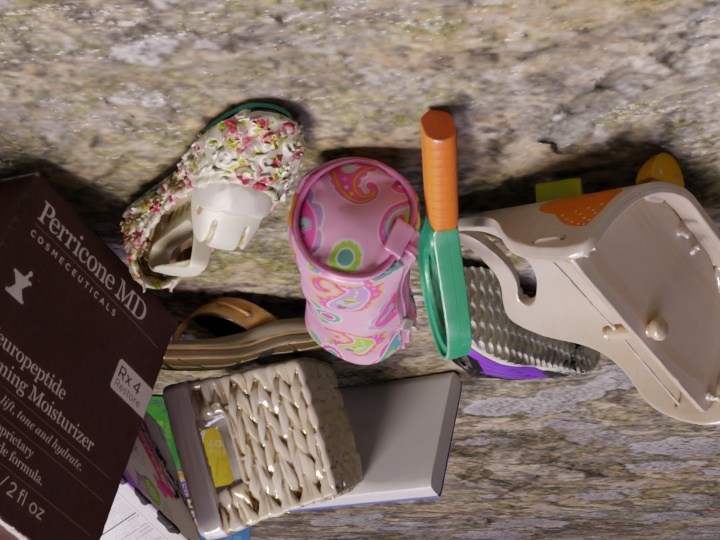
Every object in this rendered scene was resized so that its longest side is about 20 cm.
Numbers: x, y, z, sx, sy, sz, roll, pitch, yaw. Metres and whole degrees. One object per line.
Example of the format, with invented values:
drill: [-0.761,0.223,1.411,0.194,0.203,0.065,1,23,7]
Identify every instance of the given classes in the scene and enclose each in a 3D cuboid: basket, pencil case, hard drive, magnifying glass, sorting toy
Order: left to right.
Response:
basket: [-0.079,0.150,1.142,0.123,0.136,0.200,-17,173,5]
hard drive: [-0.003,0.171,1.268,0.200,0.132,0.025,-11,135,30]
pencil case: [0.000,0.000,0.847,0.087,0.088,0.200,0,159,2]
magnifying glass: [0.049,-0.018,0.793,0.022,0.080,0.200,-11,141,-6]
sorting toy: [0.139,0.002,0.848,0.180,0.107,0.200,1,147,45]

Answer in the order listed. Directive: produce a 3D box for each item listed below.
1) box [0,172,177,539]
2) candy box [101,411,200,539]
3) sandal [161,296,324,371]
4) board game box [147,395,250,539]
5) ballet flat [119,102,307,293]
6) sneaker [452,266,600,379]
box: [-0.250,0.074,0.819,0.164,0.200,0.166,-8,139,29]
candy box: [-0.218,0.140,1.017,0.071,0.168,0.200,-34,131,1]
sandal: [-0.096,0.046,1.046,0.200,0.054,0.080,-9,170,-18]
board game box: [-0.189,0.233,1.341,0.153,0.200,0.040,4,160,-12]
ballet flat: [-0.090,-0.035,0.788,0.076,0.064,0.200,12,157,-25]
sneaker: [0.100,0.053,1.025,0.099,0.070,0.200,-13,156,40]
